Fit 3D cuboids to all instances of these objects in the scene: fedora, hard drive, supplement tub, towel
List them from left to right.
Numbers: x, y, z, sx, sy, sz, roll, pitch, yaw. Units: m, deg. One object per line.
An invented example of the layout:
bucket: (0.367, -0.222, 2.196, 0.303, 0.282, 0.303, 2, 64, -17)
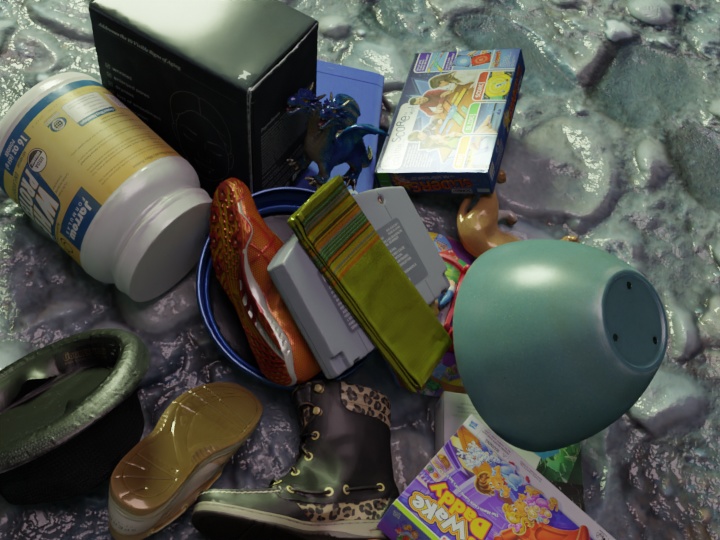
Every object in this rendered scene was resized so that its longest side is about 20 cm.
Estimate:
fedora: (-0.259, 0.138, 0.977, 0.198, 0.093, 0.201, -19, 27, 10)
supplement tub: (-0.248, -0.081, 1.111, 0.200, 0.145, 0.144, 41, 57, 15)
hard drive: (-0.045, -0.154, 1.284, 0.130, 0.025, 0.202, 11, 55, -7)
towel: (0.014, 0.011, 1.056, 0.201, 0.018, 0.086, 54, 46, -12)

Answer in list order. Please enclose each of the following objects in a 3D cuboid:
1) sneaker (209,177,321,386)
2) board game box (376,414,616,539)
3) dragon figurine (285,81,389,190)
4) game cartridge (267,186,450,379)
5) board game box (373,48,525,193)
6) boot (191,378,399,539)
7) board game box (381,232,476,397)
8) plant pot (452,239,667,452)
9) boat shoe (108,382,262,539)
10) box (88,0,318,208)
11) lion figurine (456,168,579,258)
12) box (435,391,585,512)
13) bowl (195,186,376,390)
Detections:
sneaker: (-0.086, 0.008, 1.071, 0.076, 0.073, 0.203, -21, 90, -37)
board game box: (0.131, 0.241, 0.999, 0.199, 0.045, 0.134, 40, 48, 11)
dragon figurine: (-0.013, -0.139, 1.163, 0.059, 0.100, 0.199, 45, 27, 24)
game cartridge: (0.000, 0.000, 1.083, 0.199, 0.040, 0.135, -33, 100, -46)
board game box: (0.104, -0.172, 1.292, 0.133, 0.035, 0.202, 2, 51, 23)
boot: (-0.052, 0.177, 1.033, 0.197, 0.073, 0.153, 8, 56, -14)
board game box: (0.081, 0.031, 1.182, 0.156, 0.039, 0.202, -16, 63, -23)
plant pot: (0.202, 0.059, 1.048, 0.198, 0.134, 0.203, 11, 71, -36)
boat shoe: (-0.160, 0.169, 1.015, 0.073, 0.070, 0.200, 34, 34, 14)
box: (-0.154, -0.186, 1.155, 0.198, 0.198, 0.124, 30, 59, 17)
lion figurine: (0.160, -0.018, 1.223, 0.199, 0.073, 0.122, 40, 55, 21)
box: (0.142, 0.219, 1.077, 0.142, 0.036, 0.203, 9, 57, -9)
bowl: (-0.066, 0.020, 1.124, 0.197, 0.039, 0.204, 5, 73, -15)
